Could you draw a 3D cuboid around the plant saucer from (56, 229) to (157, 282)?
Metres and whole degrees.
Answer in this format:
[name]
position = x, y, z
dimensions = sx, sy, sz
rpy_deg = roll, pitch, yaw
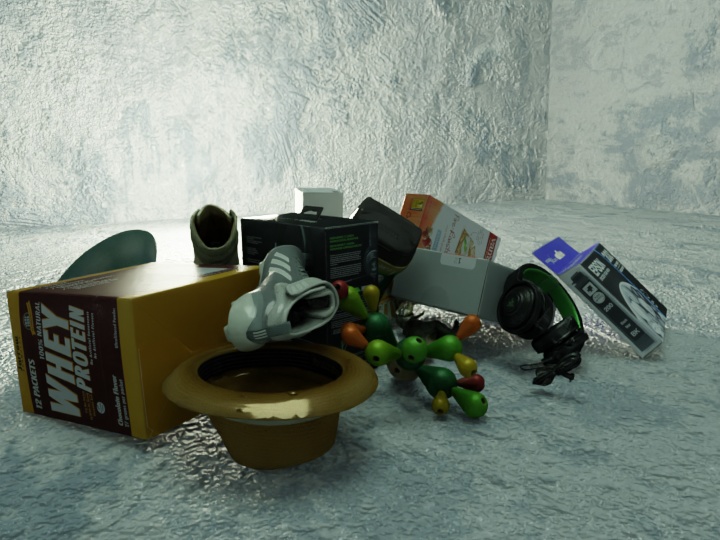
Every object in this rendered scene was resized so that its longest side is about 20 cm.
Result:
[plant saucer]
position = -0.371, 0.029, 0.982
dimensions = 0.039, 0.202, 0.201
rpy_deg = 41, 24, 13

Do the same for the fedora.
[fedora]
position = -0.081, 0.124, 0.601
dimensions = 0.198, 0.083, 0.201
rpy_deg = 0, 10, 0

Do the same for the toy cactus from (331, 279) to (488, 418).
[toy cactus]
position = 0.053, 0.084, 0.717
dimensions = 0.198, 0.103, 0.165
rpy_deg = 28, -14, 8

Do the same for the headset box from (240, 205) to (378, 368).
[headset box]
position = -0.067, 0.020, 0.844
dimensions = 0.092, 0.203, 0.173
rpy_deg = -11, 14, -43

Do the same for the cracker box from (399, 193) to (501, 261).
[cracker box]
position = 0.135, -0.025, 1.067
dimensions = 0.199, 0.136, 0.057
rpy_deg = 23, -8, -41

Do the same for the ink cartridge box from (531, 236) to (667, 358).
[ink cartridge box]
position = 0.350, 0.017, 0.948
dimensions = 0.200, 0.044, 0.198
rpy_deg = 45, 26, 12

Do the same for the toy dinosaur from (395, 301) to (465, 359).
[toy dinosaur]
position = 0.101, 0.086, 0.914
dimensions = 0.087, 0.048, 0.200
rpy_deg = -8, 13, -4

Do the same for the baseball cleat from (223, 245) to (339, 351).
[baseball cleat]
position = -0.066, 0.025, 0.680
dimensions = 0.105, 0.071, 0.200
rpy_deg = -8, 24, 14

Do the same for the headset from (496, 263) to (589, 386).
[headset]
position = 0.233, 0.063, 0.806
dimensions = 0.094, 0.123, 0.201
rpy_deg = -42, 14, 38

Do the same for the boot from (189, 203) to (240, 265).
[boot]
position = -0.196, -0.024, 0.900
dimensions = 0.071, 0.156, 0.201
rpy_deg = -5, 35, -11

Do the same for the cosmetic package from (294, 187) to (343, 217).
[cosmetic package]
position = -0.080, -0.053, 1.244
dimensions = 0.080, 0.203, 0.113
rpy_deg = -3, 10, -13

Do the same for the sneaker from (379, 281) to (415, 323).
[sneaker]
position = 0.037, 0.049, 1.088
dimensions = 0.087, 0.077, 0.200
rpy_deg = -13, 1, 26

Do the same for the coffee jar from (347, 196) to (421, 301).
[coffee jar]
position = 0.000, 0.000, 0.912
dimensions = 0.104, 0.201, 0.086
rpy_deg = 31, 36, -2

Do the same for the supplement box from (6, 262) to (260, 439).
[supplement box]
position = -0.234, 0.073, 0.725
dimensions = 0.198, 0.135, 0.197
rpy_deg = 1, 10, 32

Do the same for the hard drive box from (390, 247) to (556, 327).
[hard drive box]
position = 0.168, 0.030, 0.949
dimensions = 0.155, 0.078, 0.199
rpy_deg = 12, -1, 44
